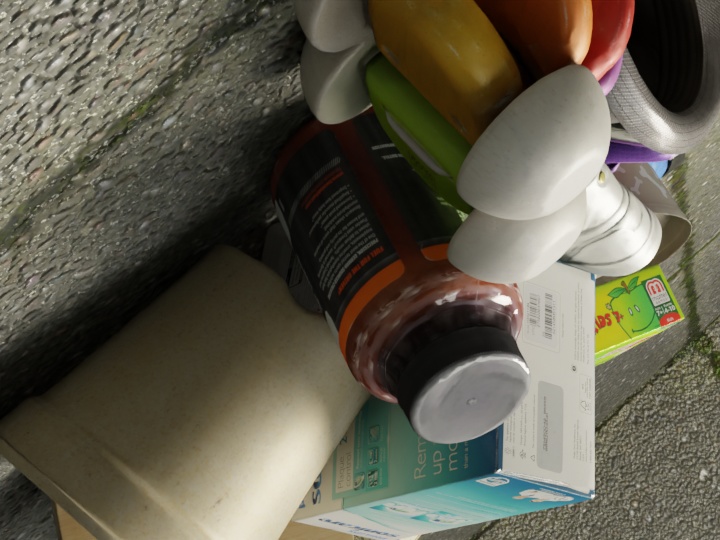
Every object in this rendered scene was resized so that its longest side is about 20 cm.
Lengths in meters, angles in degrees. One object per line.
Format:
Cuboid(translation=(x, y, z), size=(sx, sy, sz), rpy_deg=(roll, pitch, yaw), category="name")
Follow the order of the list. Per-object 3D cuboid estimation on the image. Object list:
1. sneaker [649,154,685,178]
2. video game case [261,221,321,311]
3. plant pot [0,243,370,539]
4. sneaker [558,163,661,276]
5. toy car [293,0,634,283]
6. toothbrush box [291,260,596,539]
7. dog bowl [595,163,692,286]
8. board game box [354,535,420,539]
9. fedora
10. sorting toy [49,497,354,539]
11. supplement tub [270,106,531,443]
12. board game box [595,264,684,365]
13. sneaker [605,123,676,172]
Cuboid(translation=(0.216, -0.108, 1.353), size=(0.111, 0.077, 0.200), rpy_deg=(-46, 157, -9), category="sneaker")
Cuboid(translation=(0.000, 0.000, 1.154), size=(0.200, 0.018, 0.143), rpy_deg=(-25, 140, -41), category="video game case")
Cuboid(translation=(-0.095, 0.094, 0.991), size=(0.184, 0.200, 0.201), rpy_deg=(-49, 166, -12), category="plant pot")
Cuboid(translation=(0.078, -0.052, 1.026), size=(0.116, 0.200, 0.074), rpy_deg=(43, 57, -48), category="sneaker")
Cuboid(translation=(0.067, -0.106, 0.820), size=(0.150, 0.175, 0.200), rpy_deg=(-39, 164, -13), category="toy car")
Cuboid(translation=(0.050, 0.082, 1.038), size=(0.085, 0.147, 0.200), rpy_deg=(18, 155, -33), category="toothbrush box")
Cuboid(translation=(0.153, -0.025, 1.275), size=(0.200, 0.059, 0.200), rpy_deg=(-15, 161, -6), category="dog bowl")
Cuboid(translation=(0.027, 0.181, 1.279), size=(0.151, 0.046, 0.200), rpy_deg=(-42, 163, -43), category="board game box")
Cuboid(translation=(0.141, -0.148, 0.974), size=(0.090, 0.177, 0.200), rpy_deg=(-15, -162, 32), category="fedora")
Cuboid(translation=(-0.108, 0.204, 1.145), size=(0.199, 0.199, 0.070), rpy_deg=(-11, 177, -20), category="sorting toy")
Cuboid(translation=(0.025, 0.002, 0.930), size=(0.107, 0.200, 0.107), rpy_deg=(-14, 138, -13), category="supplement tub")
Cuboid(translation=(0.130, 0.058, 1.198), size=(0.200, 0.048, 0.102), rpy_deg=(-18, 168, -35), category="board game box")
Cuboid(translation=(0.143, -0.078, 1.088), size=(0.081, 0.084, 0.200), rpy_deg=(-33, -162, -33), category="sneaker")
